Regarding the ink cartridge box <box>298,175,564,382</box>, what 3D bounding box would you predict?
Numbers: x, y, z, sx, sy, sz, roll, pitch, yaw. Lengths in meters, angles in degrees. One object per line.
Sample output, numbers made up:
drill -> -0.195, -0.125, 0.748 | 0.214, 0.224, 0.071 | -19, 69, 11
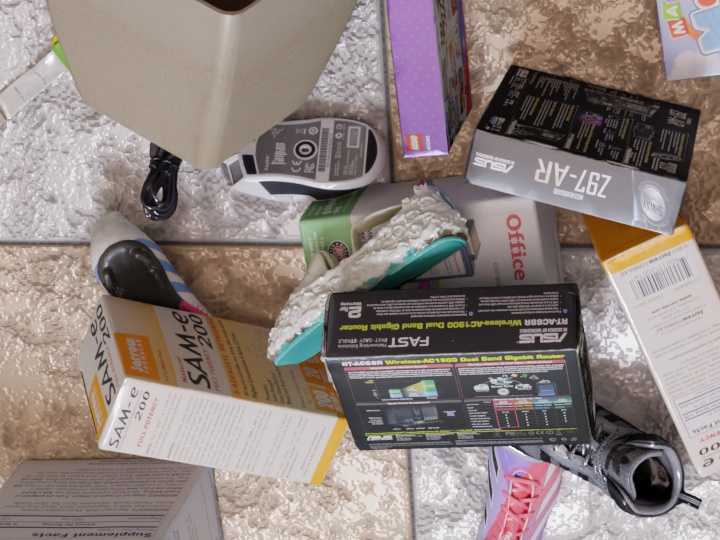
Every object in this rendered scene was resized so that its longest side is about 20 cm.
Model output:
ink cartridge box -> 0.063, 0.004, 1.681 | 0.199, 0.088, 0.146 | -6, 107, 13

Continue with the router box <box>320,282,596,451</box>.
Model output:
router box -> 0.079, 0.077, 1.596 | 0.199, 0.062, 0.150 | -3, 147, 10

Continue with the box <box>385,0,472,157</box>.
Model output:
box -> 0.050, -0.202, 1.583 | 0.039, 0.137, 0.201 | -3, 108, 13

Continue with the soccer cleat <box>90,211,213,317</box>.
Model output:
soccer cleat -> -0.168, 0.031, 1.760 | 0.070, 0.086, 0.200 | -29, 125, 1

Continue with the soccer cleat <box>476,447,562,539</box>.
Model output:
soccer cleat -> 0.128, 0.217, 1.747 | 0.066, 0.077, 0.201 | 14, 112, 8

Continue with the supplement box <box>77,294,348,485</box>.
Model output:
supplement box -> -0.123, 0.098, 1.687 | 0.199, 0.126, 0.074 | 12, 117, -25

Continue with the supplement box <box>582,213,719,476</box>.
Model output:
supplement box -> 0.252, 0.042, 1.608 | 0.073, 0.126, 0.201 | -24, 110, 7

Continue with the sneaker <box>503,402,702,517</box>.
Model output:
sneaker -> 0.189, 0.140, 1.667 | 0.199, 0.114, 0.076 | 28, 88, -12

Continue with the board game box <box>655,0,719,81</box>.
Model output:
board game box -> 0.323, -0.232, 1.565 | 0.199, 0.037, 0.152 | -6, 108, 16

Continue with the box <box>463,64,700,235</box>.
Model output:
box -> 0.173, -0.096, 1.559 | 0.159, 0.200, 0.044 | 14, 112, 6

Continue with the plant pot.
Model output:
plant pot -> -0.123, -0.200, 1.580 | 0.199, 0.200, 0.178 | 29, 133, 22

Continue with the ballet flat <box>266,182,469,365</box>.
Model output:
ballet flat -> 0.000, 0.000, 1.622 | 0.200, 0.072, 0.072 | -35, 99, 20

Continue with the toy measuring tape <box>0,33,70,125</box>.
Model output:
toy measuring tape -> -0.248, -0.174, 1.697 | 0.200, 0.074, 0.074 | -34, 99, 21

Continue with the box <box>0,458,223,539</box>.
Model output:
box -> -0.232, 0.250, 1.773 | 0.183, 0.200, 0.106 | -2, 110, 13

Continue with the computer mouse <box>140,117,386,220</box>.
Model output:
computer mouse -> -0.077, -0.086, 1.688 | 0.199, 0.110, 0.044 | 3, 148, 5
